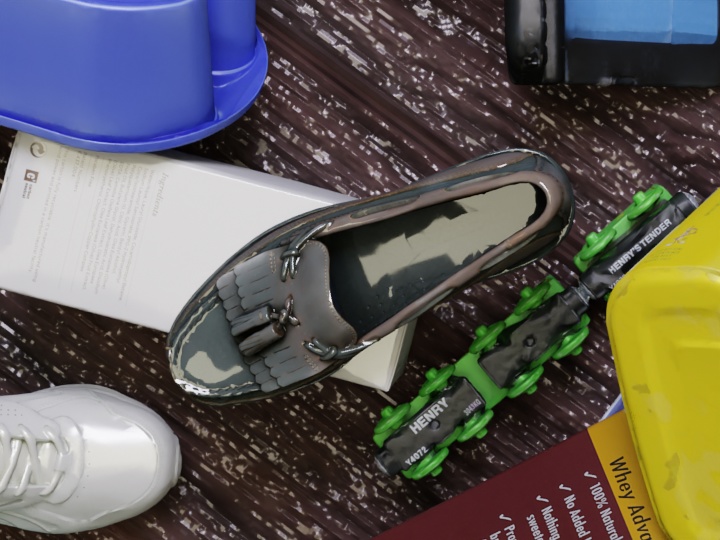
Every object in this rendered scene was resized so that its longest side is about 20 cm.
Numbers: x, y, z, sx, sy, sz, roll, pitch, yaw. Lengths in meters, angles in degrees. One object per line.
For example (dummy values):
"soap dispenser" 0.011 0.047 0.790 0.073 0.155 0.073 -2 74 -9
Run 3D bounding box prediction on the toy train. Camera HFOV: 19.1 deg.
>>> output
"toy train" 0.085 0.030 1.042 0.200 0.056 0.042 -41 93 4

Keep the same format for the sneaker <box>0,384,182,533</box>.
"sneaker" -0.189 0.094 1.043 0.199 0.099 0.078 2 91 5

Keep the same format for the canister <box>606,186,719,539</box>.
"canister" 0.191 0.020 0.905 0.086 0.200 0.149 -1 115 38

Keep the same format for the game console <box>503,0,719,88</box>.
"game console" 0.122 -0.187 0.974 0.116 0.176 0.201 -1 91 4

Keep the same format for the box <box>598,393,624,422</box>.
"box" 0.221 0.099 1.043 0.200 0.032 0.121 37 93 0

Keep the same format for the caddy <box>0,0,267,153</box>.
"caddy" -0.140 -0.125 0.999 0.199 0.142 0.105 17 133 9

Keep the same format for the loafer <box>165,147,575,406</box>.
"loafer" 0.000 0.000 0.939 0.200 0.063 0.072 -27 89 4

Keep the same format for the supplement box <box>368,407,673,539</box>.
"supplement box" 0.092 0.200 0.954 0.200 0.133 0.198 -29 65 17

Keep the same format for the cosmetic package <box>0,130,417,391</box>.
"cosmetic package" -0.067 -0.009 1.029 0.199 0.108 0.085 16 92 5
